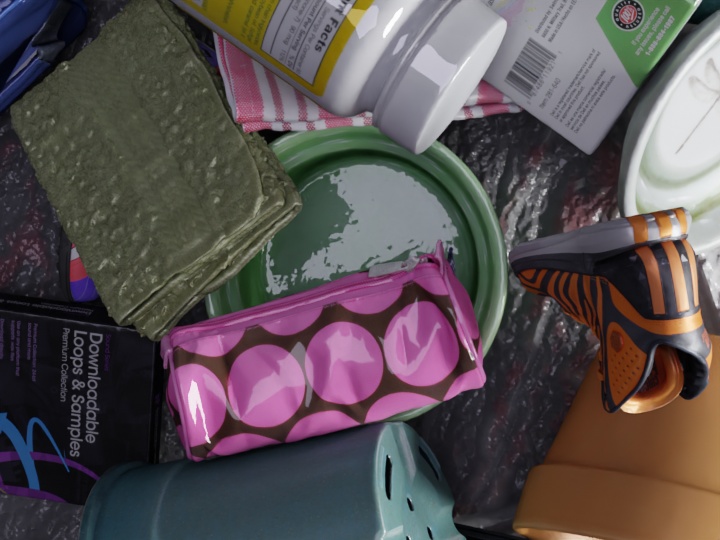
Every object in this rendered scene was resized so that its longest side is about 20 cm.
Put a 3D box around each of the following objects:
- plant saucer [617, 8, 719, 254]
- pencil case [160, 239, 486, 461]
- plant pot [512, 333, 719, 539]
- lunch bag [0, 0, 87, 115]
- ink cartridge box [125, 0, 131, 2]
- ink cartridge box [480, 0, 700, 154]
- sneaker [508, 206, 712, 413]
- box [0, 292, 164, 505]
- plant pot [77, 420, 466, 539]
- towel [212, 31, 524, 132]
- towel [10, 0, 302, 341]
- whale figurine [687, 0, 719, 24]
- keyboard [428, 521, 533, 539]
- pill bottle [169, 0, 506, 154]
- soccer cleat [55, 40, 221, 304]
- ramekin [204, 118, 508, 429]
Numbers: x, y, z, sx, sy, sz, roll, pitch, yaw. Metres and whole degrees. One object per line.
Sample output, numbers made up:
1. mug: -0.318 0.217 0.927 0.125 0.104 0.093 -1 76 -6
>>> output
1. plant saucer: 0.230 -0.102 0.985 0.200 0.200 0.050 -49 52 5
2. pencil case: -0.027 0.050 0.948 0.198 0.091 0.094 -18 126 5
3. plant pot: 0.209 0.122 0.984 0.198 0.200 0.141 15 78 5
4. lunch bag: -0.277 -0.159 1.035 0.200 0.136 0.132 -42 85 7
5. ink cartridge box: -0.184 -0.281 1.016 0.084 0.146 0.201 -36 89 7
6. ink cartridge box: 0.106 -0.191 0.945 0.199 0.145 0.084 36 51 5
7. sneaker: 0.146 0.030 0.925 0.077 0.200 0.113 -11 88 -10
8. box: -0.236 0.088 1.075 0.198 0.036 0.144 7 111 4
9. plant pot: -0.043 0.193 0.978 0.195 0.200 0.202 -18 91 19
10. towel: 0.003 -0.160 1.000 0.198 0.030 0.147 -5 62 -15
11. towel: -0.136 -0.070 0.997 0.148 0.036 0.201 -38 69 10
12. whale figurine: 0.265 -0.217 0.984 0.198 0.104 0.160 -1 126 -10
13. keyboard: 0.133 0.203 1.044 0.198 0.105 0.040 11 50 22
14. pill bottle: -0.020 -0.163 0.917 0.199 0.114 0.115 36 95 7
15. soccer cleat: -0.151 -0.067 1.063 0.073 0.068 0.202 19 91 8
16. ramekin: 0.000 0.000 1.035 0.198 0.098 0.202 0 92 6
